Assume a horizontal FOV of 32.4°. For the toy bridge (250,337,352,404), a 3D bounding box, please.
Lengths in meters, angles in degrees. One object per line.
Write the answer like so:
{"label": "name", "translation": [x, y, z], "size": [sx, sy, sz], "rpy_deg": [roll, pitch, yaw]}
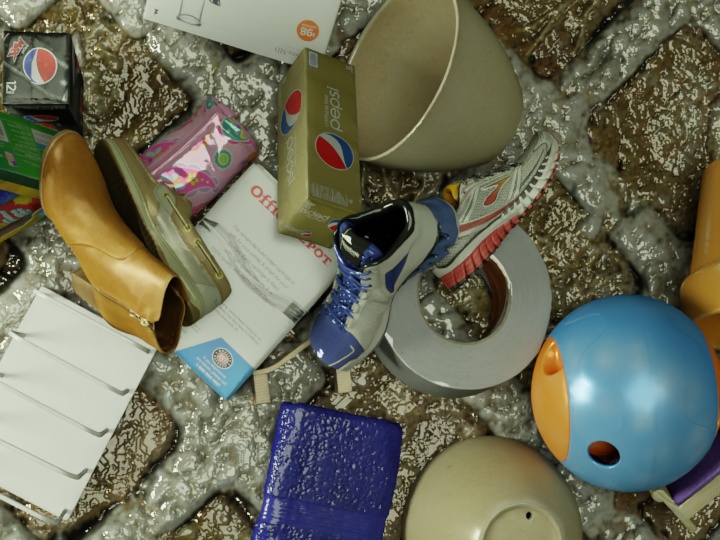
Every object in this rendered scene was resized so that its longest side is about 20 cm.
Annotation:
{"label": "toy bridge", "translation": [-0.021, 0.099, 1.338], "size": [0.197, 0.027, 0.068], "rpy_deg": [-7, 88, -11]}

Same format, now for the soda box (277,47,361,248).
{"label": "soda box", "translation": [-0.044, -0.127, 1.275], "size": [0.063, 0.068, 0.202], "rpy_deg": [17, 51, -25]}

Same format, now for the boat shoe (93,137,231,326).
{"label": "boat shoe", "translation": [-0.196, -0.045, 1.223], "size": [0.066, 0.074, 0.202], "rpy_deg": [-28, 90, -34]}

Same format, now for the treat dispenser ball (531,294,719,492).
{"label": "treat dispenser ball", "translation": [0.277, 0.127, 1.288], "size": [0.198, 0.201, 0.204], "rpy_deg": [1, 87, -9]}

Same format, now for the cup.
{"label": "cup", "translation": [0.087, -0.184, 1.306], "size": [0.142, 0.199, 0.203], "rpy_deg": [23, 83, -32]}

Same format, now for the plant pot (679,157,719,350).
{"label": "plant pot", "translation": [0.444, -0.027, 1.349], "size": [0.197, 0.200, 0.186], "rpy_deg": [3, 71, -9]}

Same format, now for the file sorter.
{"label": "file sorter", "translation": [-0.312, 0.135, 1.241], "size": [0.137, 0.124, 0.202], "rpy_deg": [28, 83, -6]}

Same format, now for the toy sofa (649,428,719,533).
{"label": "toy sofa", "translation": [0.393, 0.177, 1.343], "size": [0.200, 0.083, 0.098], "rpy_deg": [-42, 98, 10]}

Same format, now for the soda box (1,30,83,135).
{"label": "soda box", "translation": [-0.310, -0.178, 1.220], "size": [0.062, 0.200, 0.072], "rpy_deg": [1, 87, -10]}

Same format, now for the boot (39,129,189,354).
{"label": "boot", "translation": [-0.224, -0.025, 1.165], "size": [0.071, 0.143, 0.203], "rpy_deg": [-37, 137, -37]}

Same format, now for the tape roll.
{"label": "tape roll", "translation": [0.103, 0.032, 1.327], "size": [0.197, 0.066, 0.204], "rpy_deg": [2, 78, -11]}

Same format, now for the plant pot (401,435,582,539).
{"label": "plant pot", "translation": [0.152, 0.280, 1.302], "size": [0.197, 0.134, 0.204], "rpy_deg": [1, 86, -10]}

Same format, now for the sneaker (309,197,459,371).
{"label": "sneaker", "translation": [0.001, -0.001, 1.221], "size": [0.200, 0.115, 0.081], "rpy_deg": [-52, 58, 15]}

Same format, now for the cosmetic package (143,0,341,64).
{"label": "cosmetic package", "translation": [-0.114, -0.310, 1.296], "size": [0.197, 0.052, 0.152], "rpy_deg": [16, 125, -7]}

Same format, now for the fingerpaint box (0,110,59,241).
{"label": "fingerpaint box", "translation": [-0.378, -0.078, 1.178], "size": [0.165, 0.200, 0.074], "rpy_deg": [-25, 81, 11]}

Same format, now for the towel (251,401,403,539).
{"label": "towel", "translation": [-0.039, 0.249, 1.319], "size": [0.146, 0.049, 0.203], "rpy_deg": [14, 84, -18]}

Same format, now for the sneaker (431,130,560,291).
{"label": "sneaker", "translation": [0.134, -0.076, 1.284], "size": [0.082, 0.078, 0.200], "rpy_deg": [42, 72, 1]}

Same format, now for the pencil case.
{"label": "pencil case", "translation": [-0.201, -0.091, 1.291], "size": [0.199, 0.087, 0.088], "rpy_deg": [-41, 93, -10]}

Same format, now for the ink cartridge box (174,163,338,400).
{"label": "ink cartridge box", "translation": [-0.126, 0.012, 1.297], "size": [0.144, 0.084, 0.200], "rpy_deg": [43, 82, -3]}
